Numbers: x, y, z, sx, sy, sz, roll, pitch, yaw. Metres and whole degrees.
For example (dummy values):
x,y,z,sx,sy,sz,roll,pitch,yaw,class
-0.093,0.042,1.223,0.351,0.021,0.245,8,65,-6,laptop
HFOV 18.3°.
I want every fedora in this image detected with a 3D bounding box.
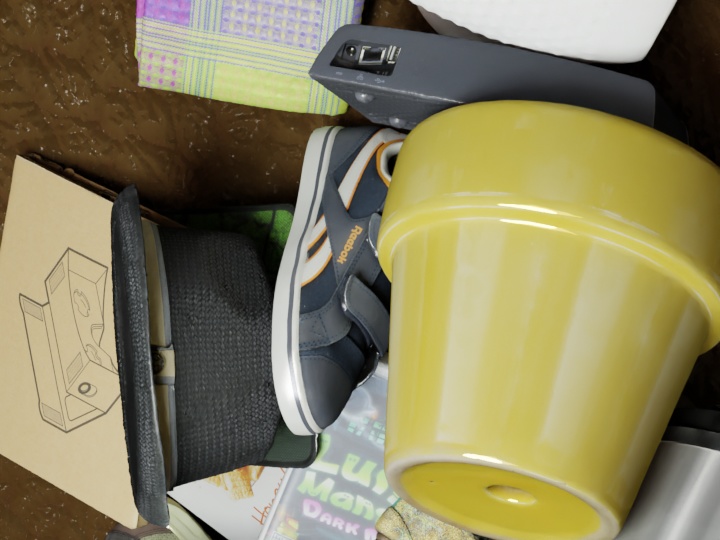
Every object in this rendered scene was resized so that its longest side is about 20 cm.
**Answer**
x,y,z,sx,sy,sz,roll,pitch,yaw,class
-0.095,0.047,1.319,0.091,0.201,0.202,-4,107,-10,fedora

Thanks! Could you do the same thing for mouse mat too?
x,y,z,sx,sy,sz,roll,pitch,yaw,class
-0.103,0.041,1.407,0.199,0.008,0.162,-1,94,42,mouse mat

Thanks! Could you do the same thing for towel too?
x,y,z,sx,sy,sz,roll,pitch,yaw,class
-0.062,-0.189,1.319,0.143,0.023,0.201,10,123,5,towel

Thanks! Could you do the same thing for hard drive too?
x,y,z,sx,sy,sz,roll,pitch,yaw,class
0.083,-0.094,1.261,0.199,0.135,0.043,13,85,20,hard drive

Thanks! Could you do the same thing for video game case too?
x,y,z,sx,sy,sz,roll,pitch,yaw,class
0.048,0.156,1.375,0.199,0.023,0.183,23,115,1,video game case

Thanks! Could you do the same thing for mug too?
x,y,z,sx,sy,sz,roll,pitch,yaw,class
0.091,-0.180,1.232,0.175,0.148,0.200,28,147,3,mug

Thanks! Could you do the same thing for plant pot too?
x,y,z,sx,sy,sz,roll,pitch,yaw,class
0.096,0.039,1.203,0.199,0.201,0.190,4,66,24,plant pot

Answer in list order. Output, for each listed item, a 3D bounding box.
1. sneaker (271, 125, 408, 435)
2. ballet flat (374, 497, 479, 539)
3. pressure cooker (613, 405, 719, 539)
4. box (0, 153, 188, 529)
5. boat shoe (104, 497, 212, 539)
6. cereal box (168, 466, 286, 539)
x,y,z,sx,sy,sz,roll,pitch,yaw,class
0.000,0.000,1.306,0.079,0.079,0.201,-2,61,19,sneaker
0.093,0.202,1.345,0.071,0.071,0.200,-38,105,29,ballet flat
0.202,0.171,1.241,0.175,0.201,0.179,19,152,23,pressure cooker
-0.181,0.044,1.455,0.163,0.021,0.201,25,110,35,box
-0.095,0.239,1.467,0.201,0.066,0.072,50,145,-1,boat shoe
-0.053,0.112,1.437,0.199,0.039,0.144,34,117,12,cereal box
